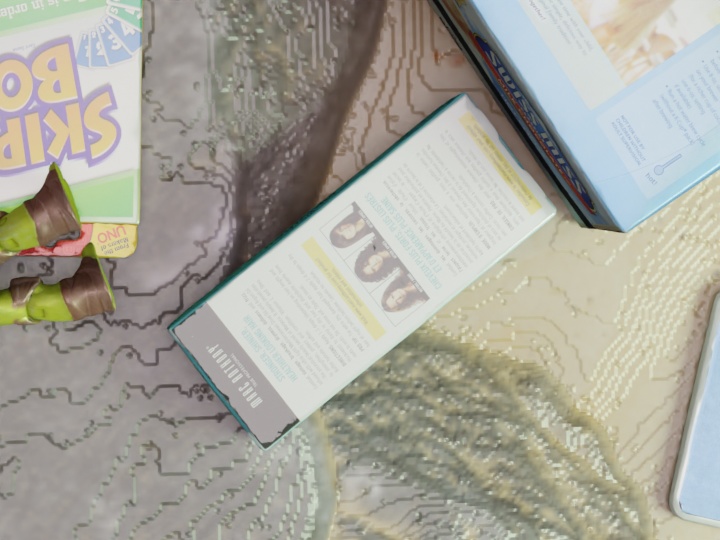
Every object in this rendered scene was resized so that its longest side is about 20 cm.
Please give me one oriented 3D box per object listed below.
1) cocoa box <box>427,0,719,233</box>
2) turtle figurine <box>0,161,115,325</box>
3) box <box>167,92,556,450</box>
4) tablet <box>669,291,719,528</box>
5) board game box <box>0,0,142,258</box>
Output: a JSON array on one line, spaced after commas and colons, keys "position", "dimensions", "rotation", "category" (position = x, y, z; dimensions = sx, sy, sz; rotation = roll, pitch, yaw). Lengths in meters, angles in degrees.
[{"position": [0.123, -0.136, 1.248], "dimensions": [0.133, 0.131, 0.200], "rotation": [-34, 95, -2], "category": "cocoa box"}, {"position": [-0.216, 0.005, 1.235], "dimensions": [0.161, 0.064, 0.201], "rotation": [-22, 106, -3], "category": "turtle figurine"}, {"position": [0.000, 0.000, 1.280], "dimensions": [0.200, 0.049, 0.082], "rotation": [-38, 94, -4], "category": "box"}, {"position": [0.276, 0.093, 1.331], "dimensions": [0.199, 0.014, 0.131], "rotation": [13, 90, -5], "category": "tablet"}, {"position": [-0.162, -0.107, 1.274], "dimensions": [0.095, 0.030, 0.201], "rotation": [1, 93, -7], "category": "board game box"}]
